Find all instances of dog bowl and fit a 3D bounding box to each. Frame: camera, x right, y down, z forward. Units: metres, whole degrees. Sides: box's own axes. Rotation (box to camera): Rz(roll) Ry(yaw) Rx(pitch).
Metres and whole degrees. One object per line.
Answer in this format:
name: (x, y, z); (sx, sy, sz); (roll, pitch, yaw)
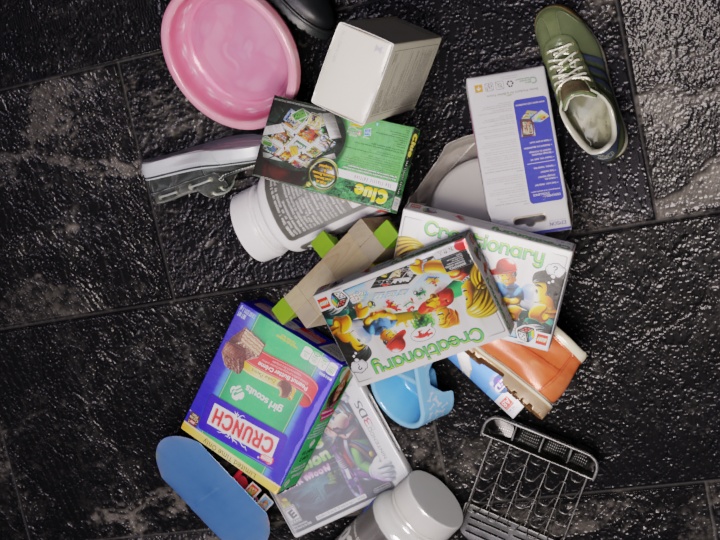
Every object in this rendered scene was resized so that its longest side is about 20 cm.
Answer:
dog bowl: (0.055, 0.116, 1.697); (0.111, 0.050, 0.200); (24, 137, 39)
dog bowl: (0.156, -0.064, 1.636); (0.200, 0.059, 0.200); (-1, 84, 5)

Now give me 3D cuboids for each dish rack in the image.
dish rack: (0.209, 0.291, 1.730); (0.153, 0.055, 0.200); (22, 108, 14)

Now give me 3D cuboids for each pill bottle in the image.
pill bottle: (-0.058, -0.093, 1.705); (0.200, 0.114, 0.114); (-24, 94, 22)
pill bottle: (0.037, 0.361, 1.769); (0.114, 0.114, 0.200); (43, 113, 5)

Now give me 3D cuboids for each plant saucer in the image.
plant saucer: (-0.157, -0.277, 1.703); (0.200, 0.051, 0.201); (17, 130, 22)

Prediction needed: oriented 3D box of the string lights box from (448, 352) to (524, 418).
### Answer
string lights box: (0.157, 0.077, 1.698); (0.200, 0.059, 0.103); (43, 108, 6)

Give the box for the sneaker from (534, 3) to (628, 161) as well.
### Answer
sneaker: (0.258, -0.220, 1.582); (0.067, 0.090, 0.200); (-23, 94, 22)

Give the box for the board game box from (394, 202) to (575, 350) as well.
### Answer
board game box: (0.137, 0.007, 1.563); (0.200, 0.035, 0.126); (14, 112, 10)

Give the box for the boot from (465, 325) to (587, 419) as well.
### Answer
boot: (0.177, 0.076, 1.632); (0.200, 0.075, 0.107); (41, 88, 12)

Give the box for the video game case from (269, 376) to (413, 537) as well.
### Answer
video game case: (-0.050, 0.246, 1.824); (0.200, 0.023, 0.182); (-28, 91, 22)

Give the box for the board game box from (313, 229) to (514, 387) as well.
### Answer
board game box: (0.060, 0.046, 1.551); (0.200, 0.035, 0.126); (-21, 104, 22)

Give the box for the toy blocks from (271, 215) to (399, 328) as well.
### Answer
toy blocks: (0.000, 0.000, 1.698); (0.200, 0.137, 0.100); (-45, 73, 24)

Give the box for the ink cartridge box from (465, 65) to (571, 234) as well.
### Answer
ink cartridge box: (0.186, -0.137, 1.595); (0.095, 0.037, 0.200); (-9, 81, 2)

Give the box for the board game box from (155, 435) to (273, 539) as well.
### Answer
board game box: (-0.195, 0.296, 1.862); (0.200, 0.039, 0.158); (47, 143, -1)

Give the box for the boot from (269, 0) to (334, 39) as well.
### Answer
boot: (-0.061, -0.409, 1.655); (0.168, 0.076, 0.200); (-44, 80, 25)

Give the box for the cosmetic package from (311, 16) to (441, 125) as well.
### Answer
cosmetic package: (0.022, -0.240, 1.598); (0.073, 0.200, 0.104); (26, 108, 13)

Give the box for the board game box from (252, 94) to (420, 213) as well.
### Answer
board game box: (-0.032, -0.141, 1.621); (0.200, 0.023, 0.105); (17, 89, 28)

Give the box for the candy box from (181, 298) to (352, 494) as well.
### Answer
candy box: (-0.121, 0.165, 1.782); (0.169, 0.077, 0.200); (31, 104, 19)

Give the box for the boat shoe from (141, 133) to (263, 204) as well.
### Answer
boat shoe: (-0.194, -0.131, 1.774); (0.200, 0.072, 0.071); (-8, 108, 30)
